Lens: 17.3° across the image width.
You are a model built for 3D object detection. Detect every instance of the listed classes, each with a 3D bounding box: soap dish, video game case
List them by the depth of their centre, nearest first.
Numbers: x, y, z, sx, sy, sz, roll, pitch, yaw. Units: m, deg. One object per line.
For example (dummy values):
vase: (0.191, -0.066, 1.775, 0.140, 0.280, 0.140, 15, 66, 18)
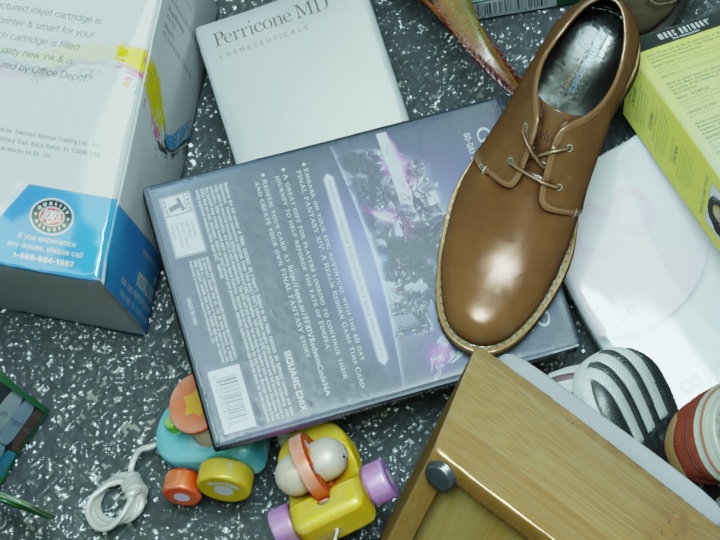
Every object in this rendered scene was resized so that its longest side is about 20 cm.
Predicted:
soap dish: (0.081, 0.154, 1.192, 0.157, 0.201, 0.081, 37, 48, 12)
video game case: (0.000, 0.000, 1.241, 0.199, 0.019, 0.144, -15, 76, -10)

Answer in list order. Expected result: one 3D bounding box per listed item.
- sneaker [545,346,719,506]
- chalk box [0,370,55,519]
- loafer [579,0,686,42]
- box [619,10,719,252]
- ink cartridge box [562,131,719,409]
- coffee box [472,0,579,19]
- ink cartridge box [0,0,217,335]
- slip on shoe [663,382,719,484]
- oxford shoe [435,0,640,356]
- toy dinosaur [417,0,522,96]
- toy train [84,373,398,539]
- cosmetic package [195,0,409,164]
sneaker: (0.134, 0.136, 1.260, 0.076, 0.115, 0.201, -34, 107, -43)
chalk box: (-0.257, 0.085, 1.274, 0.199, 0.125, 0.124, 34, 83, 13)
loafer: (0.179, -0.218, 1.280, 0.073, 0.071, 0.201, 19, 80, 9)
box: (0.212, -0.049, 1.238, 0.075, 0.050, 0.201, -20, 53, -16)
ink cartridge box: (0.212, -0.013, 1.291, 0.199, 0.057, 0.163, -30, 76, 3)
coffee box: (0.138, -0.216, 1.344, 0.198, 0.044, 0.124, -10, 77, 4)
ink cartridge box: (-0.175, -0.086, 1.293, 0.146, 0.145, 0.202, 10, 79, 8)
slip on shoe: (0.240, 0.075, 1.231, 0.199, 0.061, 0.075, -9, 84, -32)
oxford shoe: (0.088, -0.053, 1.215, 0.071, 0.071, 0.201, 20, 82, 6)
toy dinosaur: (0.002, -0.187, 1.308, 0.104, 0.181, 0.202, -6, 95, -34)
toy train: (-0.069, 0.127, 1.240, 0.150, 0.056, 0.200, -46, 49, -8)
cosmetic package: (-0.013, -0.049, 1.308, 0.101, 0.071, 0.201, -19, 76, 1)
